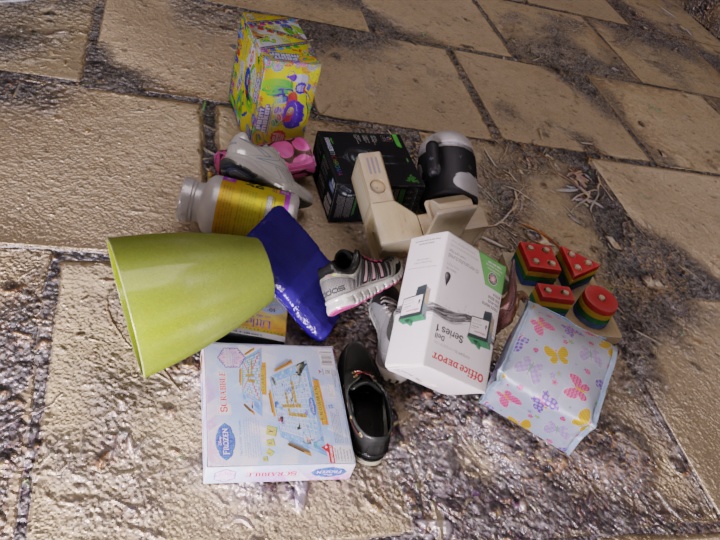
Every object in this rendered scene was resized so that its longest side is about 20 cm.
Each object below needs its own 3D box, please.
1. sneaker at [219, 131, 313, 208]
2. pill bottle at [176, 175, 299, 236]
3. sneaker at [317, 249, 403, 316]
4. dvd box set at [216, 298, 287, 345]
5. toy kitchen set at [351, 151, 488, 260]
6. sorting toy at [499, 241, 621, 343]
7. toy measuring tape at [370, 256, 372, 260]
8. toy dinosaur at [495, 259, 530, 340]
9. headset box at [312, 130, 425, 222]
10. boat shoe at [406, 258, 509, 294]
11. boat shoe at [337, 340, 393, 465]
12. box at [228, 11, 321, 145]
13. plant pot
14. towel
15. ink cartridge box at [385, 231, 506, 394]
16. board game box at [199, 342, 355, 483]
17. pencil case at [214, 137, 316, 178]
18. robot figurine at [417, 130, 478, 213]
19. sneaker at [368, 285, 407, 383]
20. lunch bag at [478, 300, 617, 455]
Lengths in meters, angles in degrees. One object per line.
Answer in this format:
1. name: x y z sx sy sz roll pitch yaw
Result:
1. sneaker: -0.156 -0.176 1.246 0.199 0.074 0.089 32 59 -39
2. pill bottle: -0.209 -0.101 1.191 0.196 0.105 0.105 13 40 -10
3. sneaker: 0.000 0.000 1.126 0.199 0.073 0.089 -28 94 -50
4. dvd box set: -0.185 0.036 1.109 0.143 0.030 0.202 12 41 -11
5. toy kitchen set: 0.109 -0.137 1.203 0.196 0.164 0.184 -9 67 -16
6. sorting toy: 0.388 0.032 1.326 0.195 0.070 0.202 7 42 -16
7. toy measuring tape: 0.060 -0.044 1.273 0.072 0.074 0.202 19 47 -2
8. toy dinosaur: 0.202 0.084 1.118 0.086 0.201 0.135 40 31 5
9. headset box: 0.016 -0.187 1.385 0.196 0.094 0.176 -1 45 -20
10. boat shoe: 0.183 -0.013 1.287 0.197 0.071 0.072 16 46 -1
11. boat shoe: 0.008 0.178 1.013 0.072 0.064 0.203 5 41 -14
12. box: -0.184 -0.389 1.443 0.120 0.202 0.194 -2 46 -26
13. plant pot: -0.224 0.026 0.957 0.197 0.189 0.188 -15 51 -22
14. towel: -0.104 0.005 1.109 0.201 0.049 0.148 50 36 -11
15. ink cartridge box: 0.129 0.068 1.029 0.145 0.084 0.204 26 68 -35
16. board game box: -0.119 0.191 0.959 0.195 0.042 0.202 5 43 -18
17. pencil case: -0.176 -0.201 1.330 0.198 0.093 0.093 -21 20 -36
18. robot figurine: 0.173 -0.182 1.406 0.122 0.151 0.204 5 67 -12
19. sneaker: 0.065 0.069 1.112 0.073 0.117 0.202 8 42 -14
20. lunch bag: 0.306 0.159 1.111 0.167 0.128 0.201 28 52 9
